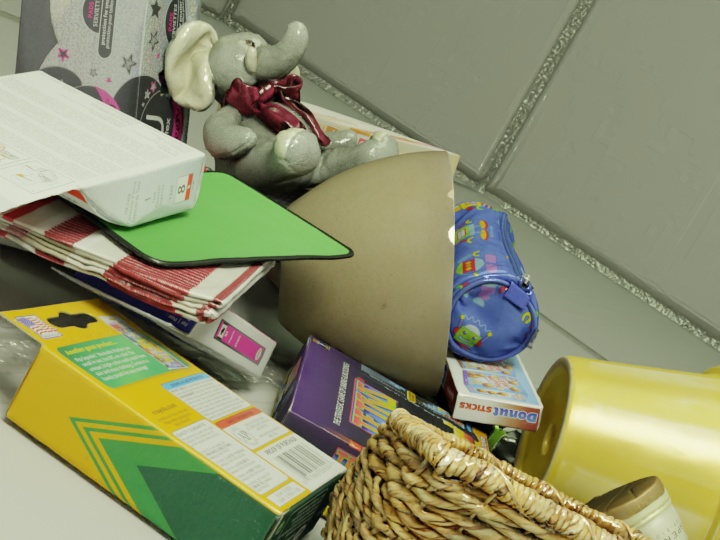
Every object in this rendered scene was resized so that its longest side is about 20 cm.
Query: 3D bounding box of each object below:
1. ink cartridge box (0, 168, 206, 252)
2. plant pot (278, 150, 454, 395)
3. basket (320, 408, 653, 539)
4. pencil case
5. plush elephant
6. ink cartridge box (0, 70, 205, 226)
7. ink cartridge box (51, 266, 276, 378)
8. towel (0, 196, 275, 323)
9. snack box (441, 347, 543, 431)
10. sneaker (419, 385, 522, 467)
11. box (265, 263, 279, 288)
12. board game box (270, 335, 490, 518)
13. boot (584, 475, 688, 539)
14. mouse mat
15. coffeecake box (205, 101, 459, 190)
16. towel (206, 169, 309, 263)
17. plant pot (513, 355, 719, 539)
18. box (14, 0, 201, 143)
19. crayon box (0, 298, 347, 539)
[{"bbox_3d":[-0.226,-0.065,1.042,0.198,0.084,0.144,17,14,-16],"label":"ink cartridge box"},{"bbox_3d":[0.000,0.000,1.085,0.133,0.202,0.200,2,14,-2],"label":"plant pot"},{"bbox_3d":[0.093,0.148,0.741,0.199,0.149,0.143,28,31,-8],"label":"basket"},{"bbox_3d":[0.107,0.005,1.144,0.078,0.087,0.200,46,15,-17],"label":"pencil case"},{"bbox_3d":[-0.083,-0.148,1.158,0.199,0.156,0.164,-10,-2,41],"label":"plush elephant"},{"bbox_3d":[-0.220,-0.070,0.849,0.161,0.050,0.200,27,28,22],"label":"ink cartridge box"},{"bbox_3d":[-0.130,0.028,0.916,0.094,0.037,0.200,24,-6,17],"label":"ink cartridge box"},{"bbox_3d":[-0.165,-0.024,0.879,0.199,0.023,0.144,22,19,6],"label":"towel"},{"bbox_3d":[0.100,0.078,1.118,0.071,0.025,0.200,11,18,-8],"label":"snack box"},{"bbox_3d":[0.108,0.119,1.163,0.071,0.083,0.200,20,15,-39],"label":"sneaker"},{"bbox_3d":[0.013,0.016,1.307,0.127,0.110,0.200,20,15,-39],"label":"box"},{"bbox_3d":[0.015,0.131,0.946,0.165,0.057,0.200,31,11,-5],"label":"board game box"},{"bbox_3d":[0.187,0.229,0.885,0.155,0.072,0.200,58,-20,10],"label":"boot"},{"bbox_3d":[-0.118,-0.041,0.929,0.160,0.008,0.199,33,21,36],"label":"mouse mat"},{"bbox_3d":[-0.027,-0.118,1.313,0.199,0.074,0.153,23,10,35],"label":"coffeecake box"},{"bbox_3d":[-0.111,-0.053,1.248,0.198,0.023,0.143,12,26,25],"label":"towel"},{"bbox_3d":[0.228,0.159,1.039,0.187,0.202,0.201,18,12,-5],"label":"plant pot"},{"bbox_3d":[-0.229,-0.169,1.184,0.131,0.202,0.115,9,6,18],"label":"box"},{"bbox_3d":[-0.117,0.094,0.778,0.199,0.052,0.126,33,11,12],"label":"crayon box"}]
